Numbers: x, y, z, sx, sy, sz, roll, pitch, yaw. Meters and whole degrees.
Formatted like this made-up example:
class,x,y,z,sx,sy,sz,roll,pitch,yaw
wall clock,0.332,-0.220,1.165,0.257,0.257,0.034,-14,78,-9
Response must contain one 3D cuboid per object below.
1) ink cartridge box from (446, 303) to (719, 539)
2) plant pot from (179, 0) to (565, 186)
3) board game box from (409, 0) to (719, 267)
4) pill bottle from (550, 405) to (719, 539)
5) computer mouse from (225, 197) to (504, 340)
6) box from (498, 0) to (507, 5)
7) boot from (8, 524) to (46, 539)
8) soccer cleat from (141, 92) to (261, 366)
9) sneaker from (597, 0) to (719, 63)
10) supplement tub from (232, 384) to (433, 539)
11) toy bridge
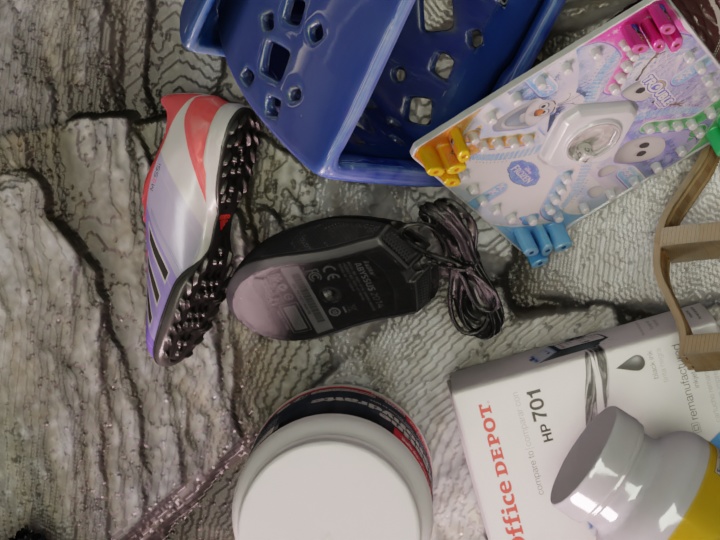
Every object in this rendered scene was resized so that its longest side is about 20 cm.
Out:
class,x,y,z,sx,sy,sz,roll,pitch,yaw
ink cartridge box,0.176,0.124,1.584,0.198,0.086,0.148,-16,97,1
plant pot,0.006,-0.187,1.482,0.179,0.199,0.201,37,110,26
board game box,0.160,-0.089,1.500,0.199,0.200,0.026,-31,58,15
pill bottle,0.233,0.181,1.492,0.199,0.112,0.112,33,96,-6
computer mouse,0.000,0.000,1.578,0.198,0.053,0.139,-9,134,16
box,0.158,-0.296,1.513,0.199,0.050,0.200,-13,95,31
boot,-0.283,0.306,1.622,0.199,0.076,0.169,-33,98,-2
soccer cleat,-0.131,-0.031,1.596,0.073,0.068,0.202,19,101,24
sneaker,0.215,-0.211,1.555,0.115,0.076,0.202,-17,86,18
supplement tub,-0.018,0.163,1.537,0.139,0.200,0.142,0,96,2
toy bridge,0.243,-0.021,1.548,0.067,0.027,0.201,-7,57,30
